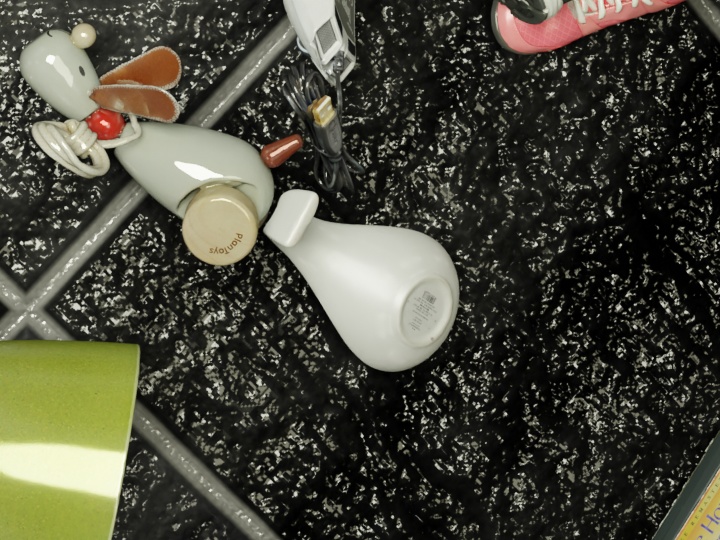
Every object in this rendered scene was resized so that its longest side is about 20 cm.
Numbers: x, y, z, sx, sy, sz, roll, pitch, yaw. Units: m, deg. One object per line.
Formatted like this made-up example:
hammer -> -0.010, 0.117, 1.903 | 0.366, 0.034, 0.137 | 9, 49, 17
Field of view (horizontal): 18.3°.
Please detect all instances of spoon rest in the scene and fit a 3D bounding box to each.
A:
spoon rest -> 0.000, 0.000, 1.519 | 0.200, 0.060, 0.100 | 38, 79, -45

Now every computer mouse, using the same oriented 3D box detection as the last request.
computer mouse -> -0.030, -0.159, 1.459 | 0.044, 0.110, 0.201 | -9, 60, 13

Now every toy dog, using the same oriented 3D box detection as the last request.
toy dog -> -0.117, -0.093, 1.439 | 0.200, 0.132, 0.096 | 35, 107, -32

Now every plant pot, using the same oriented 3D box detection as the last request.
plant pot -> -0.253, 0.120, 1.395 | 0.199, 0.187, 0.188 | 11, 94, -8

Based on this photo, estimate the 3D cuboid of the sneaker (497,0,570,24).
sneaker -> 0.097, -0.268, 1.507 | 0.079, 0.074, 0.201 | -30, 94, -21

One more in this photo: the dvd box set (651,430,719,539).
dvd box set -> 0.325, 0.212, 1.707 | 0.200, 0.029, 0.147 | 34, 85, -24

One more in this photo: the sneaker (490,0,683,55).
sneaker -> 0.183, -0.209, 1.553 | 0.199, 0.087, 0.074 | -25, 107, -16
